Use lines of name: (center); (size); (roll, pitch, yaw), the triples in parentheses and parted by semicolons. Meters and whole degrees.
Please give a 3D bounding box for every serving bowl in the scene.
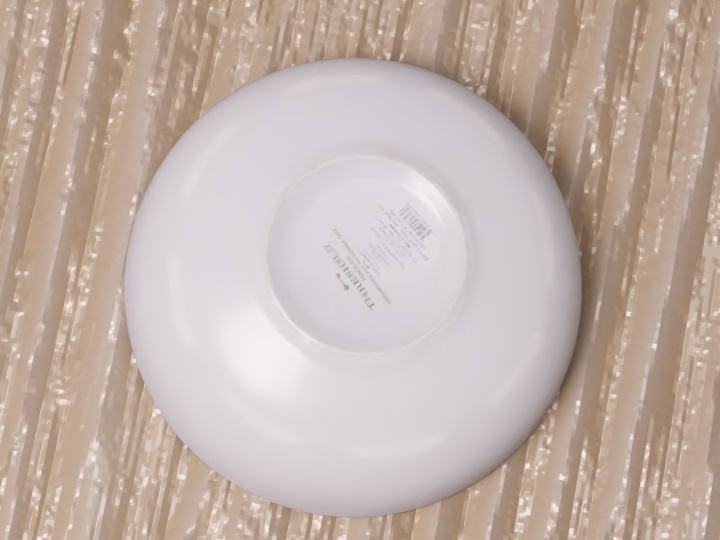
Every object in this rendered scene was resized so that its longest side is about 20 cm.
serving bowl: (0.000, 0.000, 0.945); (0.198, 0.066, 0.202); (1, 77, -5)
